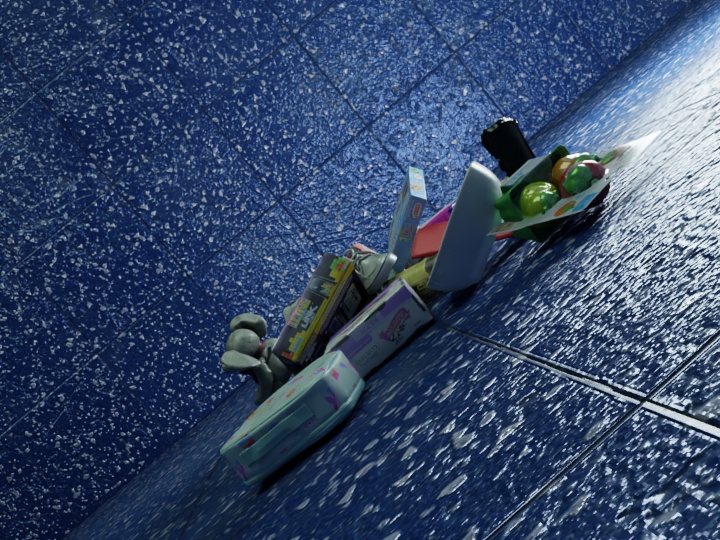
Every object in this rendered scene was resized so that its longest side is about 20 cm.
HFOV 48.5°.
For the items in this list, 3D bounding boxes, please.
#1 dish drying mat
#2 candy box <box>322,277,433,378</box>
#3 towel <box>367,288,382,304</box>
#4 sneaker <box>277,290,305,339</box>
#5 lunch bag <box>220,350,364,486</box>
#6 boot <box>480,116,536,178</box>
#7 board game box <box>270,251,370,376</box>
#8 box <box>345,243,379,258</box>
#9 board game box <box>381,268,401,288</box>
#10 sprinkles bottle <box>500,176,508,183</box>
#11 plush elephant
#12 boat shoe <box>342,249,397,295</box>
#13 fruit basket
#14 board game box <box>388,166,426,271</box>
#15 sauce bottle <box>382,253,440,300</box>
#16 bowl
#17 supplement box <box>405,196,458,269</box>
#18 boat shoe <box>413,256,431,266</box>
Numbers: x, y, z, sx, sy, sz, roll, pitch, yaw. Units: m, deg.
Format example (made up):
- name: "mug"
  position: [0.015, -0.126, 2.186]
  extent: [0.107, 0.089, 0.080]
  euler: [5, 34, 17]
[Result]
- name: "dish drying mat"
  position: [0.183, -0.068, 1.409]
  extent: [0.199, 0.018, 0.077]
  euler: [-11, 44, 30]
- name: "candy box"
  position: [0.028, 0.094, 1.286]
  extent: [0.168, 0.072, 0.200]
  euler: [-41, 1, 3]
- name: "towel"
  position: [0.004, 0.100, 1.513]
  extent: [0.147, 0.022, 0.200]
  euler: [-62, 7, 8]
- name: "sneaker"
  position: [-0.103, 0.069, 1.489]
  extent: [0.076, 0.087, 0.201]
  euler: [5, -74, -62]
- name: "lunch bag"
  position: [-0.091, 0.203, 1.084]
  extent: [0.200, 0.077, 0.160]
  euler: [-40, 3, 12]
- name: "boot"
  position: [0.256, -0.166, 1.332]
  extent: [0.076, 0.169, 0.200]
  euler: [-31, 6, 27]
- name: "board game box"
  position: [-0.066, 0.093, 1.411]
  extent: [0.201, 0.056, 0.166]
  euler: [-61, -24, -17]
- name: "box"
  position: [-0.016, 0.049, 1.753]
  extent: [0.201, 0.095, 0.100]
  euler: [-62, -5, 7]
- name: "board game box"
  position: [0.054, 0.054, 1.624]
  extent: [0.127, 0.034, 0.200]
  euler: [-62, 1, 3]
- name: "sprinkles bottle"
  position: [0.294, -0.148, 1.691]
  extent: [0.068, 0.068, 0.200]
  euler: [-41, 3, -20]
- name: "plush elephant"
  position: [-0.210, 0.181, 1.597]
  extent: [0.165, 0.154, 0.201]
  euler: [-71, 4, -55]
- name: "boat shoe"
  position: [0.002, -0.004, 1.499]
  extent: [0.075, 0.086, 0.202]
  euler: [-60, 7, -17]
- name: "fruit basket"
  position: [0.278, -0.118, 1.071]
  extent: [0.185, 0.094, 0.200]
  euler: [-41, 6, -25]
- name: "board game box"
  position: [0.090, -0.105, 1.573]
  extent: [0.200, 0.036, 0.152]
  euler: [-82, 8, -67]
- name: "sauce bottle"
  position: [0.126, 0.009, 1.386]
  extent: [0.200, 0.065, 0.065]
  euler: [-30, 8, 39]
- name: "bowl"
  position: [0.169, -0.061, 1.221]
  extent: [0.200, 0.074, 0.201]
  euler: [-36, -36, -80]
- name: "supplement box"
  position: [0.174, -0.066, 1.648]
  extent: [0.200, 0.104, 0.101]
  euler: [-36, 5, 45]
- name: "boat shoe"
  position: [0.153, -0.022, 1.485]
  extent: [0.200, 0.076, 0.060]
  euler: [-39, 8, 7]
